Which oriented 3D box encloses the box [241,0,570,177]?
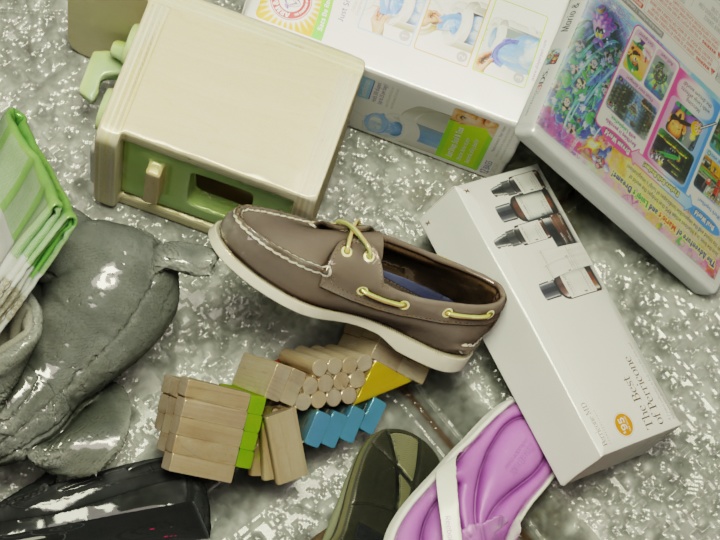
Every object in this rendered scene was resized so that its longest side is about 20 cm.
[{"bbox_3d":[0.024,-0.154,1.609,0.199,0.113,0.102,20,72,-1],"label":"box"}]

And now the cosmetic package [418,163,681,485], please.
[{"bbox_3d":[0.123,0.033,1.576,0.082,0.051,0.201,-17,73,-39],"label":"cosmetic package"}]

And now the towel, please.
[{"bbox_3d":[-0.253,0.008,1.476,0.031,0.149,0.200,28,104,-35],"label":"towel"}]

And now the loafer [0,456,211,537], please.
[{"bbox_3d":[-0.193,0.160,1.506,0.199,0.068,0.071,-11,52,-6],"label":"loafer"}]

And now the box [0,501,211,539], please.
[{"bbox_3d":[-0.179,0.211,1.410,0.199,0.122,0.107,-10,97,-8],"label":"box"}]

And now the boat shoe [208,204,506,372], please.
[{"bbox_3d":[0.000,0.000,1.511,0.199,0.060,0.072,25,31,-25],"label":"boat shoe"}]

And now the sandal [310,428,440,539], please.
[{"bbox_3d":[-0.006,0.190,1.523,0.080,0.057,0.201,40,52,-12],"label":"sandal"}]

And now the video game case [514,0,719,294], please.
[{"bbox_3d":[0.202,-0.112,1.608,0.200,0.024,0.183,38,66,-32],"label":"video game case"}]

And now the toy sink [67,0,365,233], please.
[{"bbox_3d":[-0.112,-0.098,1.566,0.199,0.130,0.113,20,70,-1],"label":"toy sink"}]

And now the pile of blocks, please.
[{"bbox_3d":[-0.048,0.085,1.547,0.199,0.062,0.083,-14,105,-28],"label":"pile of blocks"}]

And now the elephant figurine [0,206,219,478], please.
[{"bbox_3d":[-0.200,0.066,1.493,0.141,0.155,0.201,27,63,1],"label":"elephant figurine"}]

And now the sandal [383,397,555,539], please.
[{"bbox_3d":[0.072,0.153,1.519,0.082,0.050,0.203,36,56,-9],"label":"sandal"}]
